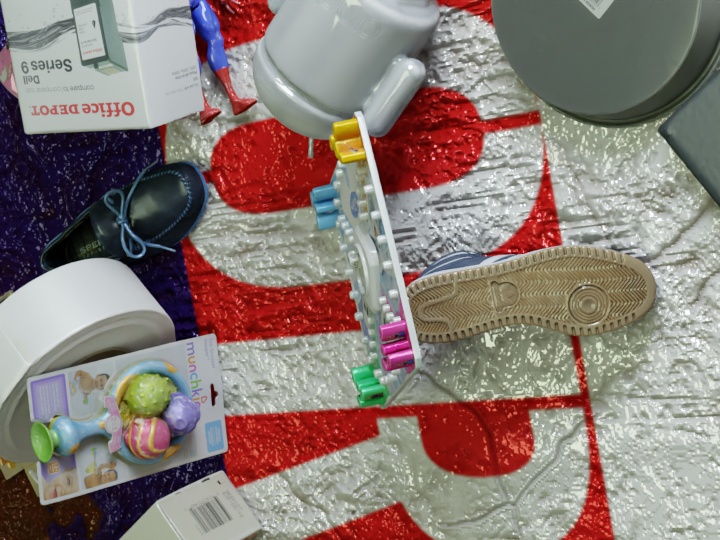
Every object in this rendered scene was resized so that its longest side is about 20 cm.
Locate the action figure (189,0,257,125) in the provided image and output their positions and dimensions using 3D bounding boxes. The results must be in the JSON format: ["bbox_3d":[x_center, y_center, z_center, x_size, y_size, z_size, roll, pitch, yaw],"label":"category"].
[{"bbox_3d":[-0.150,-0.232,1.381,0.052,0.065,0.201,-27,85,58],"label":"action figure"}]

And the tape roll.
[{"bbox_3d":[-0.272,0.084,1.448,0.071,0.202,0.203,49,123,24],"label":"tape roll"}]

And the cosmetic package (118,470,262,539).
[{"bbox_3d":[-0.196,0.286,1.504,0.073,0.103,0.200,52,125,14],"label":"cosmetic package"}]

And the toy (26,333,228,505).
[{"bbox_3d":[-0.198,0.134,1.408,0.047,0.199,0.116,8,106,53],"label":"toy"}]

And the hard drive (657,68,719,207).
[{"bbox_3d":[0.321,-0.070,1.104,0.140,0.033,0.200,-46,74,33],"label":"hard drive"}]

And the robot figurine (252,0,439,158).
[{"bbox_3d":[-0.014,-0.187,1.263,0.170,0.113,0.200,54,125,28],"label":"robot figurine"}]

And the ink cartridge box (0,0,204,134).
[{"bbox_3d":[-0.224,-0.221,1.334,0.145,0.084,0.201,0,106,30],"label":"ink cartridge box"}]

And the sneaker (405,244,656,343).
[{"bbox_3d":[0.130,0.015,1.244,0.199,0.109,0.070,-6,95,5],"label":"sneaker"}]

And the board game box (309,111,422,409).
[{"bbox_3d":[0.000,0.000,1.248,0.200,0.026,0.201,118,140,-74],"label":"board game box"}]

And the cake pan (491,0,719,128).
[{"bbox_3d":[0.180,-0.205,1.170,0.200,0.037,0.201,8,105,34],"label":"cake pan"}]

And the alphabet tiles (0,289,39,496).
[{"bbox_3d":[-0.350,0.129,1.637,0.166,0.006,0.201,-33,81,35],"label":"alphabet tiles"}]

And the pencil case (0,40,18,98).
[{"bbox_3d":[-0.266,-0.242,1.448,0.087,0.083,0.200,52,124,28],"label":"pencil case"}]

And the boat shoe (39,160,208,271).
[{"bbox_3d":[-0.223,-0.035,1.471,0.200,0.069,0.084,-35,80,35],"label":"boat shoe"}]
